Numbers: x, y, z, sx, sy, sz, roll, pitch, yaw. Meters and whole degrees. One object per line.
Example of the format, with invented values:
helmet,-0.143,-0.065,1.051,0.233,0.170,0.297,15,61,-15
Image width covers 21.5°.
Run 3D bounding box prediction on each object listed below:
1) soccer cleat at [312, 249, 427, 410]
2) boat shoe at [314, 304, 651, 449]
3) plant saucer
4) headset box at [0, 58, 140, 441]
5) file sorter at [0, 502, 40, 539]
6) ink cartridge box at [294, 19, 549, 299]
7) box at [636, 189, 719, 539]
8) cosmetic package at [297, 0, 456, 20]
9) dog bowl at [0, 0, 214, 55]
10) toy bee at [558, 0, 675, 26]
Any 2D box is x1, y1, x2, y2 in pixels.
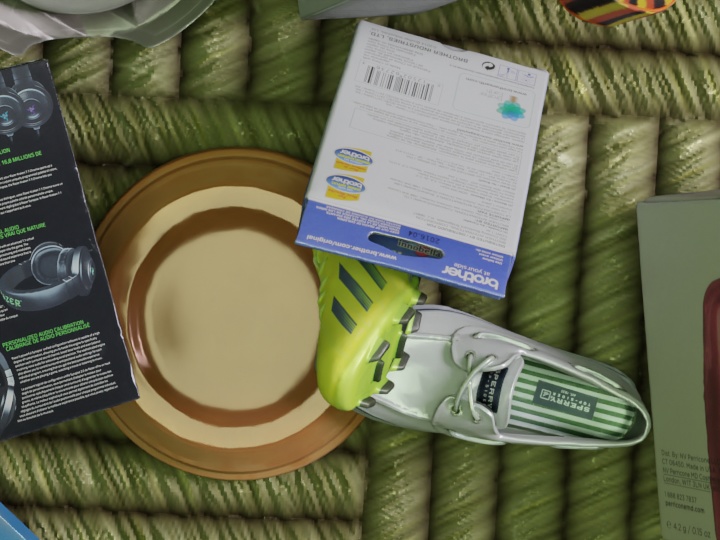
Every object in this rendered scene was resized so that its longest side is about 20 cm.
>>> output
soccer cleat,0.000,0.000,1.067,0.083,0.201,0.065,18,135,5
boat shoe,0.075,0.063,1.096,0.198,0.067,0.074,7,94,-12
plant saucer,-0.074,0.027,1.129,0.198,0.037,0.202,0,92,0
headset box,-0.209,-0.013,1.051,0.092,0.174,0.202,-16,94,-21
file sorter,-0.296,0.163,1.054,0.138,0.123,0.200,-36,111,15
ink cartridge box,0.035,-0.056,1.057,0.118,0.201,0.042,15,131,0
box,0.243,0.052,1.072,0.127,0.109,0.202,-6,94,-25
cosmetic package,0.034,-0.202,1.028,0.089,0.200,0.108,-6,93,-28
dog bowl,-0.160,-0.219,1.067,0.198,0.059,0.202,-9,119,-17
toy bee,0.188,-0.207,1.081,0.109,0.131,0.201,40,81,-26
